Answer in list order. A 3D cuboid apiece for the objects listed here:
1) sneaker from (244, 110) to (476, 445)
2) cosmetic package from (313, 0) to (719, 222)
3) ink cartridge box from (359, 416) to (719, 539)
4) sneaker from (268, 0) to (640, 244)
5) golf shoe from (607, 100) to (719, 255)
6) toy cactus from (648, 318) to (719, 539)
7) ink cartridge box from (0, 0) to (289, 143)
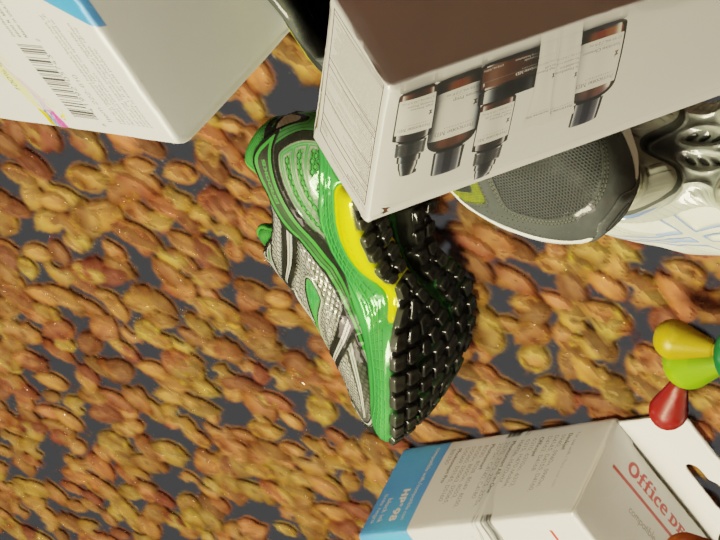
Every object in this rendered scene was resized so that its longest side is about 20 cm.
[{"bbox_3d":[0.000,0.000,1.202,0.085,0.078,0.200,15,134,33],"label":"sneaker"},{"bbox_3d":[0.084,-0.088,0.912,0.051,0.200,0.083,59,159,27],"label":"cosmetic package"},{"bbox_3d":[0.111,0.145,1.293,0.200,0.067,0.116,-13,126,46],"label":"ink cartridge box"},{"bbox_3d":[0.025,-0.079,1.000,0.200,0.075,0.085,40,-165,24],"label":"sneaker"},{"bbox_3d":[0.169,-0.038,1.036,0.200,0.078,0.097,11,168,24],"label":"golf shoe"},{"bbox_3d":[0.187,0.059,1.084,0.102,0.200,0.165,10,114,-16],"label":"toy cactus"},{"bbox_3d":[-0.147,-0.140,1.079,0.200,0.085,0.145,10,142,49],"label":"ink cartridge box"}]
